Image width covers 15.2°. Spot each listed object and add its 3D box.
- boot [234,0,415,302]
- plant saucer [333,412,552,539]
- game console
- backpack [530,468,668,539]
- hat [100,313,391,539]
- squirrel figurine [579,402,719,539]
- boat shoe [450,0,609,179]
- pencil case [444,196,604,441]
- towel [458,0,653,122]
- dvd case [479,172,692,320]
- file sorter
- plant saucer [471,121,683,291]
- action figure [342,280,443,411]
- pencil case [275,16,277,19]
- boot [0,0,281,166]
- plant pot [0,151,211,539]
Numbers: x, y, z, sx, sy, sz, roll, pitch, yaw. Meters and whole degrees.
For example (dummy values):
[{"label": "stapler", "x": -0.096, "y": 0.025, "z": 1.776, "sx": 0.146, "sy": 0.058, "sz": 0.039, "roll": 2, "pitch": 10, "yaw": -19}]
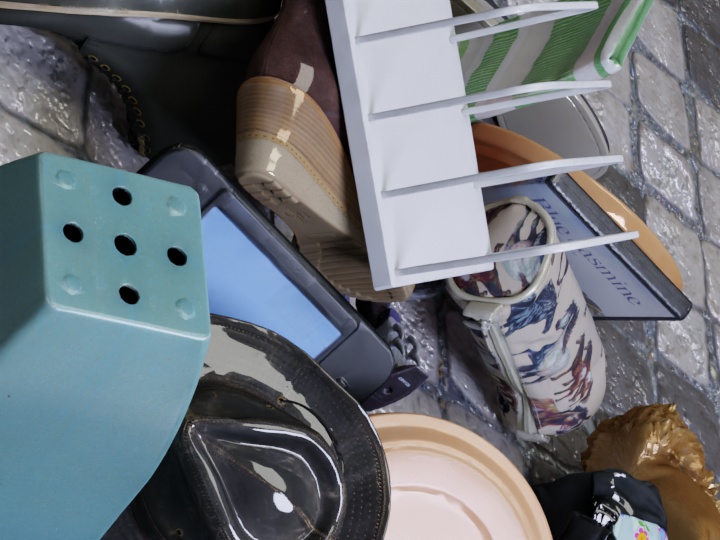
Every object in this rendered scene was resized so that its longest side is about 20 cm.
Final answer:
[{"label": "boot", "x": -0.005, "y": -0.088, "z": 1.644, "sx": 0.200, "sy": 0.072, "sz": 0.167, "roll": 48, "pitch": 50, "yaw": -51}, {"label": "plant saucer", "x": 0.024, "y": 0.182, "z": 1.564, "sx": 0.200, "sy": 0.032, "sz": 0.201, "roll": 1, "pitch": 86, "yaw": -20}, {"label": "game console", "x": -0.094, "y": 0.061, "z": 1.547, "sx": 0.200, "sy": 0.176, "sz": 0.116, "roll": 46, "pitch": 7, "yaw": -21}, {"label": "backpack", "x": 0.131, "y": 0.236, "z": 1.679, "sx": 0.126, "sy": 0.167, "sz": 0.200, "roll": 14, "pitch": 66, "yaw": -38}, {"label": "hat", "x": -0.068, "y": 0.117, "z": 1.478, "sx": 0.200, "sy": 0.081, "sz": 0.201, "roll": 2, "pitch": 83, "yaw": -16}, {"label": "squirrel figurine", "x": 0.217, "y": 0.194, "z": 1.845, "sx": 0.187, "sy": 0.141, "sz": 0.200, "roll": 35, "pitch": 46, "yaw": -46}, {"label": "boat shoe", "x": 0.122, "y": -0.153, "z": 2.046, "sx": 0.200, "sy": 0.073, "sz": 0.063, "roll": 45, "pitch": 38, "yaw": -15}, {"label": "pencil case", "x": 0.109, "y": 0.037, "z": 1.791, "sx": 0.089, "sy": 0.078, "sz": 0.200, "roll": -56, "pitch": 150, "yaw": -19}, {"label": "towel", "x": 0.102, "y": -0.147, "z": 1.894, "sx": 0.023, "sy": 0.200, "sz": 0.153, "roll": 65, "pitch": 28, "yaw": -22}, {"label": "dvd case", "x": 0.119, "y": -0.015, "z": 1.835, "sx": 0.143, "sy": 0.200, "sz": 0.018, "roll": 44, "pitch": 68, "yaw": -23}, {"label": "file sorter", "x": 0.076, "y": -0.101, "z": 1.608, "sx": 0.139, "sy": 0.124, "sz": 0.200, "roll": -9, "pitch": 89, "yaw": -62}, {"label": "plant saucer", "x": 0.133, "y": -0.027, "z": 1.889, "sx": 0.200, "sy": 0.200, "sz": 0.037, "roll": 43, "pitch": 76, "yaw": -25}, {"label": "action figure", "x": 0.000, "y": 0.000, "z": 1.763, "sx": 0.130, "sy": 0.069, "sz": 0.200, "roll": 30, "pitch": 38, "yaw": -25}, {"label": "pencil case", "x": -0.133, "y": -0.198, "z": 1.722, "sx": 0.200, "sy": 0.078, "sz": 0.090, "roll": 28, "pitch": 61, "yaw": -40}, {"label": "boot", "x": -0.153, "y": -0.122, "z": 1.650, "sx": 0.200, "sy": 0.138, "sz": 0.077, "roll": 4, "pitch": 32, "yaw": -10}, {"label": "plant pot", "x": -0.163, "y": 0.037, "z": 1.356, "sx": 0.141, "sy": 0.200, "sz": 0.141, "roll": 13, "pitch": 54, "yaw": -29}]
